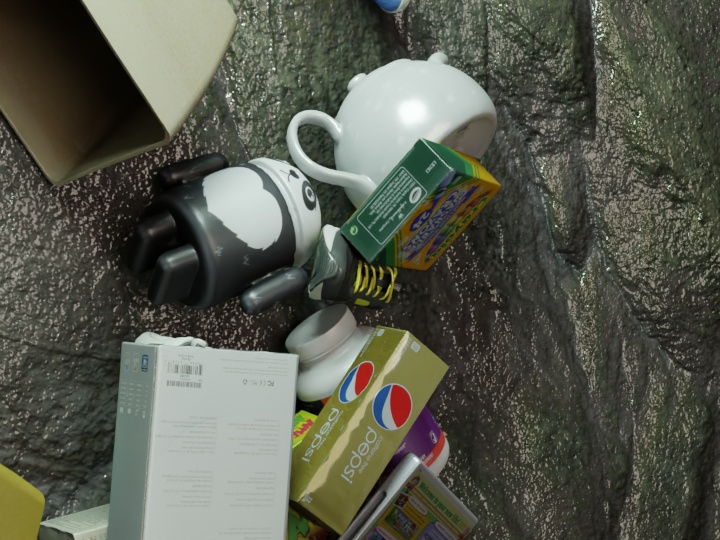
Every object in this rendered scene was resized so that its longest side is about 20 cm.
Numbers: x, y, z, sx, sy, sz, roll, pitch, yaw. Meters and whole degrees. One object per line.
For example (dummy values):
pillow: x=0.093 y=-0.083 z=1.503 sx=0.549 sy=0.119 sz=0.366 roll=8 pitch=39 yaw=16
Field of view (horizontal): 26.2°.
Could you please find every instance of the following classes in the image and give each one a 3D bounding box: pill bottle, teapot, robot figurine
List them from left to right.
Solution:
robot figurine: x=-0.131 y=-0.038 z=1.534 sx=0.198 sy=0.124 sz=0.152 roll=-23 pitch=105 yaw=-33
pill bottle: x=0.003 y=0.139 z=1.625 sx=0.112 sy=0.112 sz=0.201 roll=-41 pitch=110 yaw=-29
teapot: x=0.037 y=-0.152 z=1.646 sx=0.197 sy=0.200 sz=0.146 roll=-45 pitch=74 yaw=4

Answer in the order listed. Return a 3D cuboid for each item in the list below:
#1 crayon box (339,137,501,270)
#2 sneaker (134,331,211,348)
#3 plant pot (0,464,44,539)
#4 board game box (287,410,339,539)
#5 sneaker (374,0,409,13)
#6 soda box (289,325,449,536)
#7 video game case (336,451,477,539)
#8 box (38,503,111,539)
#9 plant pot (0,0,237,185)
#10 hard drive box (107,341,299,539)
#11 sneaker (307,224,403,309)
crayon box: x=0.070 y=-0.064 z=1.594 sx=0.052 sy=0.126 sz=0.200 roll=46 pitch=14 yaw=16
sneaker: x=-0.155 y=0.125 z=1.543 sx=0.075 sy=0.080 sz=0.201 roll=-55 pitch=135 yaw=-21
plant pot: x=-0.386 y=0.233 z=1.312 sx=0.175 sy=0.198 sz=0.203 roll=22 pitch=75 yaw=-43
board game box: x=-0.056 y=0.258 z=1.588 sx=0.101 sy=0.047 sz=0.202 roll=-32 pitch=120 yaw=-31
sneaker: x=-0.025 y=-0.358 z=1.652 sx=0.111 sy=0.076 sz=0.202 roll=-29 pitch=100 yaw=-38
soda box: x=-0.001 y=0.156 z=1.522 sx=0.064 sy=0.068 sz=0.201 roll=39 pitch=75 yaw=-24
video game case: x=0.031 y=0.294 z=1.602 sx=0.182 sy=0.022 sz=0.200 roll=-50 pitch=146 yaw=-7
box: x=-0.200 y=0.261 z=1.490 sx=0.198 sy=0.095 sz=0.079 roll=-11 pitch=94 yaw=-33
plant pot: x=-0.234 y=-0.228 z=1.443 sx=0.177 sy=0.199 sz=0.201 roll=-48 pitch=113 yaw=-38
hard drive box: x=-0.145 y=0.172 z=1.427 sx=0.154 sy=0.076 sz=0.203 roll=7 pitch=86 yaw=-35
sneaker: x=0.000 y=0.000 z=1.581 sx=0.084 sy=0.200 sz=0.076 roll=14 pitch=92 yaw=8
